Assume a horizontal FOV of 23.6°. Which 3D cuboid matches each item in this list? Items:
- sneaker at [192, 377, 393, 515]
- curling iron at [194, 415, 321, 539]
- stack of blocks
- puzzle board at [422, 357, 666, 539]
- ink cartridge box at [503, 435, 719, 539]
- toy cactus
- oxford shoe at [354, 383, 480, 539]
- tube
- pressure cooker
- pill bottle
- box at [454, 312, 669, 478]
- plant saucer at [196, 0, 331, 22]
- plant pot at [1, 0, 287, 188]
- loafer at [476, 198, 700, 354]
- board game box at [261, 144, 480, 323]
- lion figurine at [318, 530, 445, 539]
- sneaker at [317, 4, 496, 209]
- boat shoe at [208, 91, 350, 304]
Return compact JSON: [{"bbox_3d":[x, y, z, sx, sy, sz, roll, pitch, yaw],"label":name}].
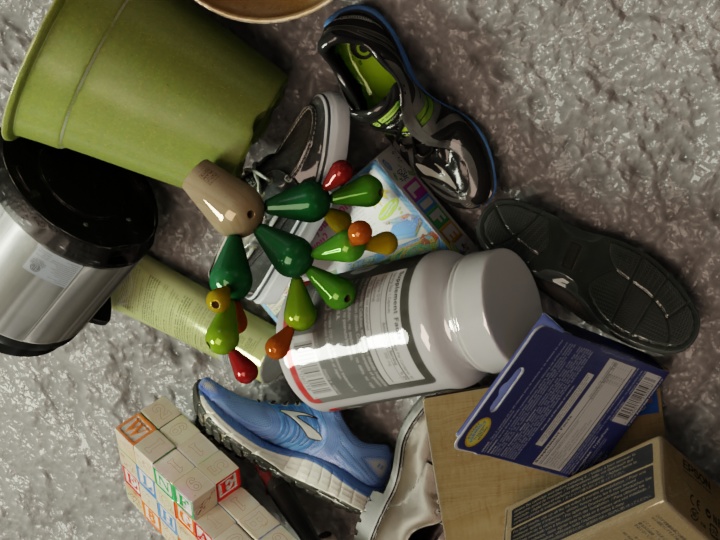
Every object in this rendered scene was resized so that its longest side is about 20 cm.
[{"bbox_3d":[-0.061,0.145,1.572,0.200,0.089,0.079,28,165,-5],"label":"sneaker"},{"bbox_3d":[-0.090,0.199,1.602,0.200,0.050,0.026,50,154,17],"label":"curling iron"},{"bbox_3d":[-0.140,0.223,1.595,0.200,0.059,0.115,40,149,30],"label":"stack of blocks"},{"bbox_3d":[0.162,0.159,1.464,0.200,0.017,0.151,-10,106,-1],"label":"puzzle board"},{"bbox_3d":[0.241,0.243,1.428,0.165,0.075,0.200,-29,125,31],"label":"ink cartridge box"},{"bbox_3d":[-0.073,-0.024,1.364,0.165,0.102,0.200,40,81,7],"label":"toy cactus"},{"bbox_3d":[0.070,0.180,1.512,0.084,0.073,0.200,35,115,37],"label":"oxford shoe"},{"bbox_3d":[-0.155,0.039,1.593,0.200,0.052,0.058,25,77,24],"label":"tube"},{"bbox_3d":[-0.302,-0.022,1.551,0.176,0.179,0.200,48,122,9],"label":"pressure cooker"},{"bbox_3d":[0.041,0.046,1.404,0.200,0.114,0.114,-13,106,34],"label":"pill bottle"},{"bbox_3d":[0.154,0.101,1.363,0.032,0.200,0.121,44,105,37],"label":"box"},{"bbox_3d":[-0.076,-0.301,1.379,0.200,0.035,0.200,3,103,12],"label":"plant saucer"},{"bbox_3d":[-0.169,-0.155,1.446,0.190,0.200,0.200,27,122,-3],"label":"plant pot"},{"bbox_3d":[0.187,0.005,1.415,0.200,0.063,0.072,31,81,8],"label":"loafer"},{"bbox_3d":[0.000,0.000,1.497,0.134,0.034,0.200,50,128,-2],"label":"board game box"},{"bbox_3d":[0.015,0.306,1.614,0.200,0.072,0.123,-4,113,24],"label":"lion figurine"},{"bbox_3d":[0.032,-0.125,1.406,0.071,0.083,0.200,-35,97,34],"label":"sneaker"},{"bbox_3d":[-0.070,-0.061,1.441,0.071,0.072,0.200,13,111,-25],"label":"boat shoe"}]
